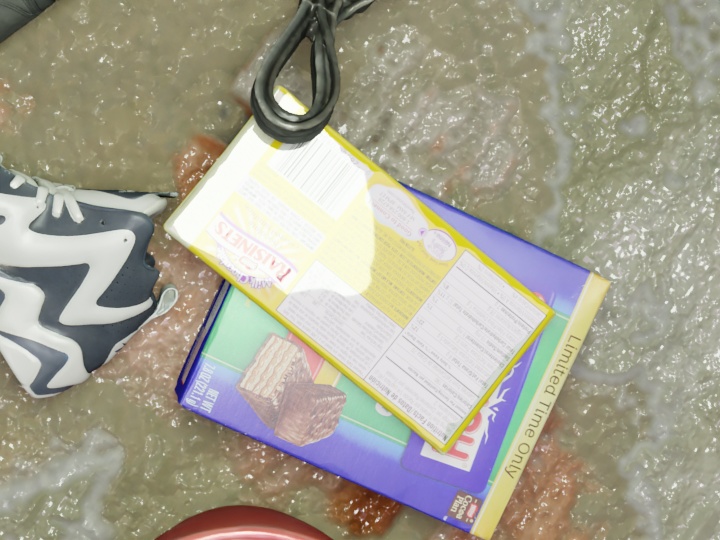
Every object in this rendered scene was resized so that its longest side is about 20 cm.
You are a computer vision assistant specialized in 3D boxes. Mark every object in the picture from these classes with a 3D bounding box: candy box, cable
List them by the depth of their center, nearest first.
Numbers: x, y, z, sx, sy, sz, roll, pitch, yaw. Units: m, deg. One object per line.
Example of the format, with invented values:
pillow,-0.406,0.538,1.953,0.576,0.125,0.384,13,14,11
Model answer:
candy box,0.000,0.000,1.148,0.200,0.026,0.102,39,90,-5
cable,-0.014,-0.158,1.151,0.097,0.050,0.200,35,50,1
candy box,0.017,0.039,1.205,0.200,0.077,0.169,24,92,-8

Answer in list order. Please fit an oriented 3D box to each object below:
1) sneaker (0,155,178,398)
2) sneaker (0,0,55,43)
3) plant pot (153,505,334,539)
sneaker,-0.174,-0.039,1.179,0.129,0.079,0.200,-28,98,-3
sneaker,-0.221,-0.219,1.144,0.099,0.071,0.200,-27,120,-4
plant pot,-0.065,0.221,1.168,0.200,0.177,0.201,-1,96,-5
